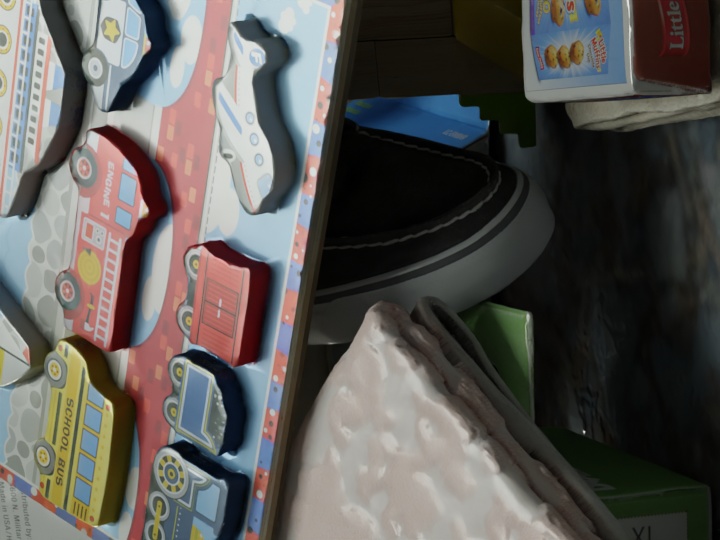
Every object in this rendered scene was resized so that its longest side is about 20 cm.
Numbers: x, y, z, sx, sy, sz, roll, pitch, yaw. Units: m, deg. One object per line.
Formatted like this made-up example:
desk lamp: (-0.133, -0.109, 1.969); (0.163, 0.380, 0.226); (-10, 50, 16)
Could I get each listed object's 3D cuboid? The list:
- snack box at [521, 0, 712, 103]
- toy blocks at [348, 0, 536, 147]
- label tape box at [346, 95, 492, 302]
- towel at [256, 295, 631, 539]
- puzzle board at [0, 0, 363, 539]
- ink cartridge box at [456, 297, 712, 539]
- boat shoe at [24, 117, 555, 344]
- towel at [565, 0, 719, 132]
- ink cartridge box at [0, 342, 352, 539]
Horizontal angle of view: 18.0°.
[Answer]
snack box: (0.060, -0.143, 0.571); (0.072, 0.024, 0.200); (-172, 79, -72)
toy blocks: (-0.017, -0.123, 0.693); (0.200, 0.136, 0.100); (84, -175, -46)
label tape box: (0.000, 0.000, 0.866); (0.144, 0.063, 0.200); (-151, 57, -70)
towel: (0.029, 0.138, 0.639); (0.200, 0.032, 0.191); (51, 131, 31)
puzzle board: (-0.074, -0.010, 0.679); (0.151, 0.017, 0.200); (26, 116, 35)
ink cartridge box: (0.059, 0.104, 0.692); (0.104, 0.059, 0.200); (-164, 70, -70)
boat shoe: (-0.037, -0.026, 0.700); (0.200, 0.070, 0.066); (4, 134, 39)
towel: (0.082, -0.138, 0.602); (0.133, 0.034, 0.200); (-177, 84, -72)
ink cartridge box: (-0.065, 0.075, 0.790); (0.200, 0.083, 0.145); (0, 101, 33)
